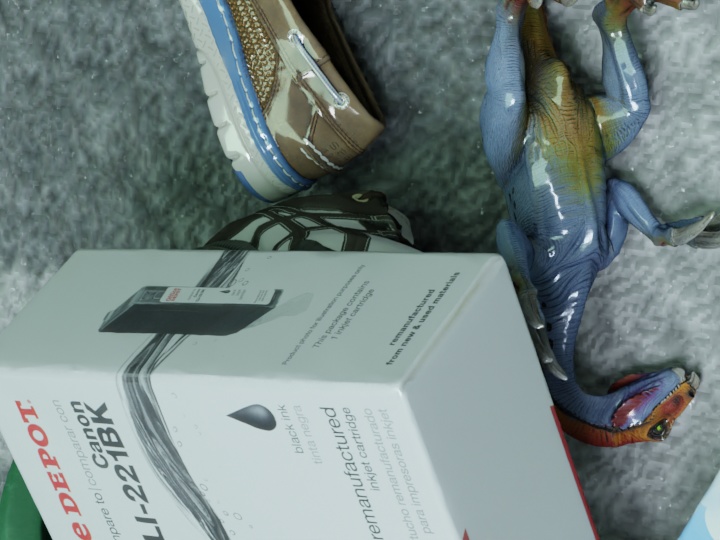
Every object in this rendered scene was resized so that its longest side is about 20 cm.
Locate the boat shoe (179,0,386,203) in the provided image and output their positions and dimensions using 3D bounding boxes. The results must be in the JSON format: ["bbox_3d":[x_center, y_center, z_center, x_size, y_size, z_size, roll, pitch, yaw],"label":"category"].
[{"bbox_3d":[-0.040,-0.134,1.002,0.072,0.072,0.201,-22,84,19],"label":"boat shoe"}]

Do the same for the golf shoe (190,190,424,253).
[{"bbox_3d":[0.000,0.000,0.948,0.199,0.094,0.078,9,131,49],"label":"golf shoe"}]

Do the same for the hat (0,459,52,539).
[{"bbox_3d":[-0.081,0.134,1.079,0.198,0.176,0.167,-1,72,-1],"label":"hat"}]

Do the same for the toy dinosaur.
[{"bbox_3d":[0.091,-0.029,0.938,0.200,0.104,0.183,-115,26,-60],"label":"toy dinosaur"}]

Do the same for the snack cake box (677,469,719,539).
[{"bbox_3d":[0.220,0.124,0.851,0.200,0.067,0.115,38,113,25],"label":"snack cake box"}]

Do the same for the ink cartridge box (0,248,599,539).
[{"bbox_3d":[-0.028,0.072,0.882,0.199,0.084,0.145,1,125,35],"label":"ink cartridge box"}]
